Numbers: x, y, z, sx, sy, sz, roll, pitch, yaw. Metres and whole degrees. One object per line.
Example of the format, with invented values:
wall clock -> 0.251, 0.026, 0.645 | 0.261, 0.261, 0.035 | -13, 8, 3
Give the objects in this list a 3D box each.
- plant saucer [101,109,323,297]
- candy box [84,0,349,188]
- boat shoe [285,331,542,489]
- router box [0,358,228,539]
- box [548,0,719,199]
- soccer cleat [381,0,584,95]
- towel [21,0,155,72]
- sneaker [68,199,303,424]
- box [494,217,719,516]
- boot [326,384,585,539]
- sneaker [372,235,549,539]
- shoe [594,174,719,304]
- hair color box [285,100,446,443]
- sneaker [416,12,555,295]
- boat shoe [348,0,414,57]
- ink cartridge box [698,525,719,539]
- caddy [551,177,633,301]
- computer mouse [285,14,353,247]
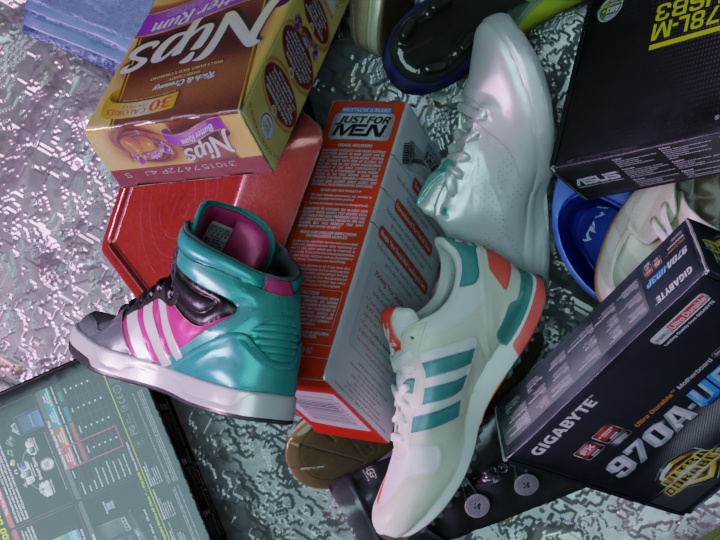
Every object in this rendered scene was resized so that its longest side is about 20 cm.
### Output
plant saucer -> -0.115, -0.047, 1.014 | 0.200, 0.037, 0.201 | 45, 119, 48
candy box -> -0.084, -0.144, 0.954 | 0.116, 0.201, 0.057 | -4, 137, 26
boat shoe -> 0.032, 0.080, 1.053 | 0.200, 0.066, 0.072 | -32, 111, 1
router box -> -0.195, 0.167, 1.095 | 0.149, 0.062, 0.201 | -23, 85, 2
box -> 0.221, -0.148, 0.896 | 0.199, 0.047, 0.194 | -9, 53, 45
soccer cleat -> 0.100, -0.188, 1.026 | 0.200, 0.084, 0.065 | -32, 89, -9
towel -> -0.171, -0.249, 1.089 | 0.111, 0.049, 0.201 | 23, 98, 10
sneaker -> -0.105, 0.016, 0.912 | 0.199, 0.083, 0.122 | 12, 90, 44
box -> 0.205, 0.068, 0.927 | 0.158, 0.046, 0.200 | 20, 130, -27
boot -> 0.097, 0.169, 1.046 | 0.199, 0.066, 0.165 | -27, 122, -5
sneaker -> 0.040, 0.071, 0.954 | 0.093, 0.070, 0.201 | 31, 80, -16
shoe -> 0.213, -0.054, 0.909 | 0.070, 0.053, 0.200 | 40, 94, 14
hair color box -> 0.000, 0.000, 0.990 | 0.064, 0.111, 0.201 | 6, 66, 28
sneaker -> 0.077, -0.067, 0.977 | 0.088, 0.075, 0.201 | -10, 114, -12
boat shoe -> 0.001, -0.250, 1.044 | 0.065, 0.072, 0.201 | -1, 89, 19
ink cartridge box -> 0.292, 0.272, 1.005 | 0.147, 0.076, 0.200 | -35, 87, 11
caddy -> 0.225, -0.026, 0.986 | 0.199, 0.105, 0.142 | 27, 99, 9
computer mouse -> -0.064, -0.091, 1.075 | 0.138, 0.053, 0.201 | -5, 83, 23
